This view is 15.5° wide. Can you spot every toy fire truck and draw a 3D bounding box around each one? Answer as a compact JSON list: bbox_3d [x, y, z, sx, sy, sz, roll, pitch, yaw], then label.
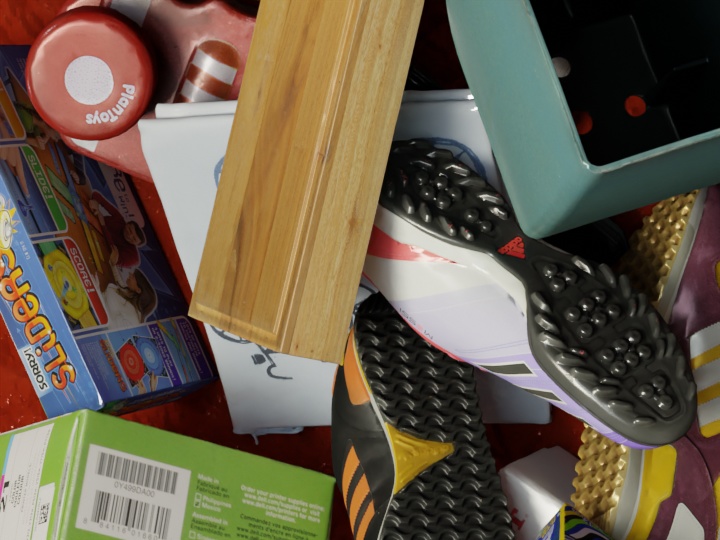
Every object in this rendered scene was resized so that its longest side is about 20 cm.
[{"bbox_3d":[-0.069,-0.129,1.355,0.167,0.112,0.201,23,105,-5],"label":"toy fire truck"}]

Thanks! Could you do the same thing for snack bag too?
[{"bbox_3d":[0.000,0.000,1.327,0.187,0.021,0.201,-3,123,20],"label":"snack bag"}]

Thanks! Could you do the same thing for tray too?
[{"bbox_3d":[-0.024,-0.066,1.224,0.099,0.037,0.201,18,96,60],"label":"tray"}]

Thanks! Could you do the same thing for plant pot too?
[{"bbox_3d":[0.116,-0.093,1.126,0.140,0.200,0.142,-17,77,-12],"label":"plant pot"}]

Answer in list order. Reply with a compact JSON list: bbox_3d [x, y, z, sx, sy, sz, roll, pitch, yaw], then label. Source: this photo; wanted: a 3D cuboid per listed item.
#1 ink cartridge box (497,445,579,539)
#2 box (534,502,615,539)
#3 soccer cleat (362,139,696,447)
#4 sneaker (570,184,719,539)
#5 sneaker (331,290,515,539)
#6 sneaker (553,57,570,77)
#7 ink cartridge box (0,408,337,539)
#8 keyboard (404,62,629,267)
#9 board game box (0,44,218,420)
[{"bbox_3d":[0.126,0.203,1.298,0.200,0.084,0.145,35,105,18],"label":"ink cartridge box"},{"bbox_3d":[0.149,0.197,1.188,0.200,0.064,0.070,37,104,-5],"label":"box"},{"bbox_3d":[0.072,0.022,1.226,0.200,0.068,0.073,40,138,22],"label":"soccer cleat"},{"bbox_3d":[0.163,0.054,1.268,0.090,0.075,0.201,21,70,-14],"label":"sneaker"},{"bbox_3d":[0.025,0.114,1.279,0.070,0.090,0.201,-1,67,-16],"label":"sneaker"},{"bbox_3d":[0.150,-0.117,1.266,0.115,0.075,0.200,41,105,18],"label":"sneaker"},{"bbox_3d":[-0.128,0.135,1.345,0.200,0.147,0.076,-17,60,57],"label":"ink cartridge box"},{"bbox_3d":[0.036,-0.053,1.322,0.200,0.040,0.104,39,131,-4],"label":"keyboard"},{"bbox_3d":[-0.154,-0.021,1.373,0.034,0.135,0.201,-27,83,22],"label":"board game box"}]
